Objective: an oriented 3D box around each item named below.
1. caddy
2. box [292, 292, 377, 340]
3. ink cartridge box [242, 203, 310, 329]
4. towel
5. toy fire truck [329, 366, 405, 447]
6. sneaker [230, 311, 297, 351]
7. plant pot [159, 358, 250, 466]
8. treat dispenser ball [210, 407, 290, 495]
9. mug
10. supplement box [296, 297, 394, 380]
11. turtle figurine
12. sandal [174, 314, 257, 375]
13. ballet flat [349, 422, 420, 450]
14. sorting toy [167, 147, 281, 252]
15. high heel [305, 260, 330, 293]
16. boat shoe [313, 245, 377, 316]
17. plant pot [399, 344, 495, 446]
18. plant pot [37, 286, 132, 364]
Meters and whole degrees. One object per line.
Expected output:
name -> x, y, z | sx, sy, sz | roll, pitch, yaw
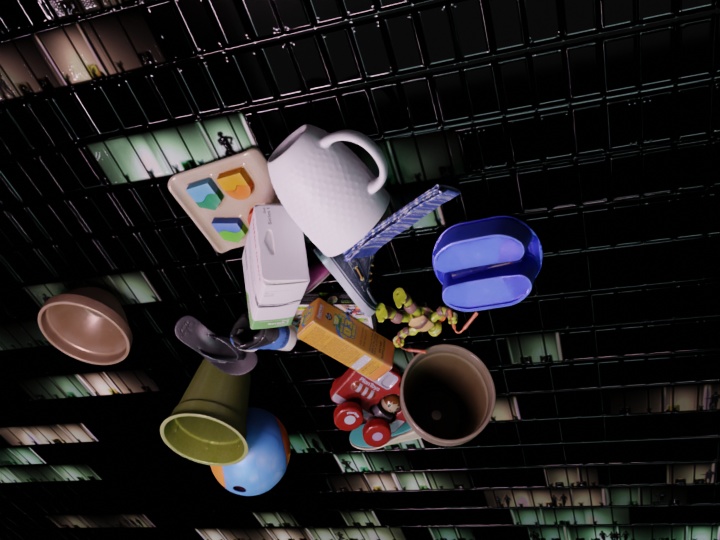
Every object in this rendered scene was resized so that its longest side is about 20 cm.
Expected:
caddy -> 0.217, -0.015, 1.252 | 0.195, 0.105, 0.145 | -9, 109, 20
box -> -0.068, 0.094, 1.465 | 0.194, 0.035, 0.112 | -1, 135, 12
ink cartridge box -> -0.152, -0.004, 1.254 | 0.082, 0.150, 0.201 | -3, 157, -18
towel -> 0.069, -0.076, 1.179 | 0.198, 0.144, 0.024 | -34, 83, 19
toy fire truck -> 0.034, 0.278, 1.588 | 0.198, 0.113, 0.168 | 33, 113, -22
sneaker -> -0.228, 0.123, 1.451 | 0.197, 0.079, 0.110 | 2, 167, 45
plant pot -> -0.324, 0.300, 1.612 | 0.194, 0.193, 0.203 | 6, 135, 6
treat dispenser ball -> -0.266, 0.433, 1.726 | 0.195, 0.204, 0.204 | 6, 136, 5
mug -> -0.043, -0.146, 1.137 | 0.198, 0.149, 0.176 | -26, 116, 39
supplement box -> -0.027, 0.138, 1.428 | 0.197, 0.068, 0.069 | 30, 133, -19
turtle figurine -> 0.117, 0.088, 1.398 | 0.160, 0.066, 0.198 | 29, 138, -35
sandal -> -0.313, 0.169, 1.556 | 0.197, 0.077, 0.043 | 30, 176, -18
ballet flat -> 0.068, 0.393, 1.720 | 0.196, 0.071, 0.070 | -18, 129, 27
sorting toy -> -0.222, -0.115, 1.286 | 0.196, 0.037, 0.187 | -15, 130, 24
high heel -> -0.134, 0.004, 1.377 | 0.198, 0.068, 0.097 | -34, 98, 22
boat shoe -> 0.000, 0.000, 1.319 | 0.090, 0.071, 0.201 | -39, 132, -1
plant pot -> 0.171, 0.283, 1.513 | 0.194, 0.205, 0.175 | 10, 152, 1
plant pot -> -0.574, 0.104, 1.537 | 0.195, 0.094, 0.204 | 6, 135, 6
